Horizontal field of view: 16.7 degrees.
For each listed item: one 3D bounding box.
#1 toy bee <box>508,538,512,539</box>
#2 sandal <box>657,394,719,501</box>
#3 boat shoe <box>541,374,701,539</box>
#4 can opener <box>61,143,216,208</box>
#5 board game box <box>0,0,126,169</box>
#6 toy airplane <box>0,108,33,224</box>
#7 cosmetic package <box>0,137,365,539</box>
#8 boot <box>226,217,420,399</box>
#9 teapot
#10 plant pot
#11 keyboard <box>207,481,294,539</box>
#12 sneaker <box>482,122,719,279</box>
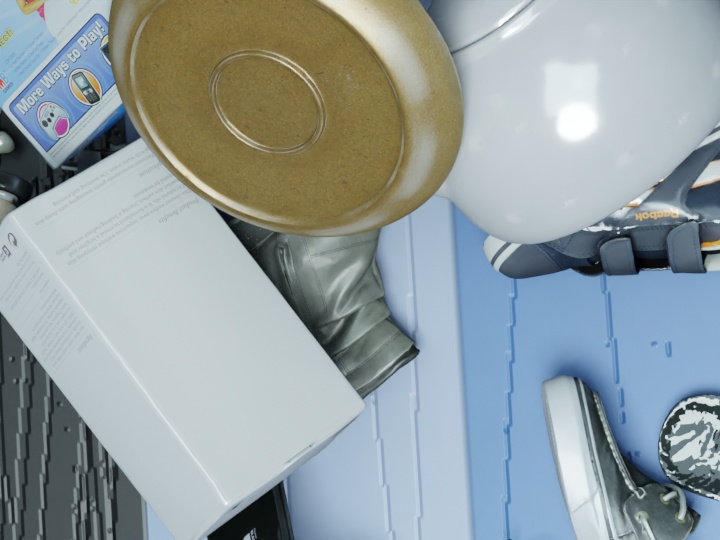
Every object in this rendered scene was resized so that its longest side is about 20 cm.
[{"bbox_3d":[-0.003,0.213,1.401,0.200,0.109,0.131,-58,34,-3],"label":"toy bee"},{"bbox_3d":[0.264,0.117,1.372,0.200,0.048,0.075,9,90,14],"label":"sandal"},{"bbox_3d":[0.158,0.149,1.392,0.071,0.072,0.200,-19,95,4],"label":"boat shoe"},{"bbox_3d":[-0.095,-0.040,1.421,0.200,0.053,0.067,11,105,41],"label":"can opener"},{"bbox_3d":[-0.167,-0.187,1.336,0.196,0.056,0.200,50,133,-3],"label":"board game box"},{"bbox_3d":[-0.278,-0.019,1.455,0.200,0.141,0.199,-32,71,-4],"label":"toy airplane"},{"bbox_3d":[-0.105,0.038,1.348,0.113,0.081,0.200,-32,83,-34],"label":"cosmetic package"},{"bbox_3d":[0.000,0.000,1.435,0.200,0.068,0.131,-34,86,18],"label":"boot"},{"bbox_3d":[0.103,-0.123,1.321,0.197,0.200,0.146,-18,117,46],"label":"teapot"},{"bbox_3d":[-0.045,-0.092,1.273,0.200,0.027,0.200,13,132,15],"label":"plant pot"},{"bbox_3d":[-0.055,0.176,1.407,0.104,0.040,0.200,-45,44,40],"label":"keyboard"},{"bbox_3d":[0.170,-0.030,1.383,0.200,0.078,0.079,-27,77,9],"label":"sneaker"}]
